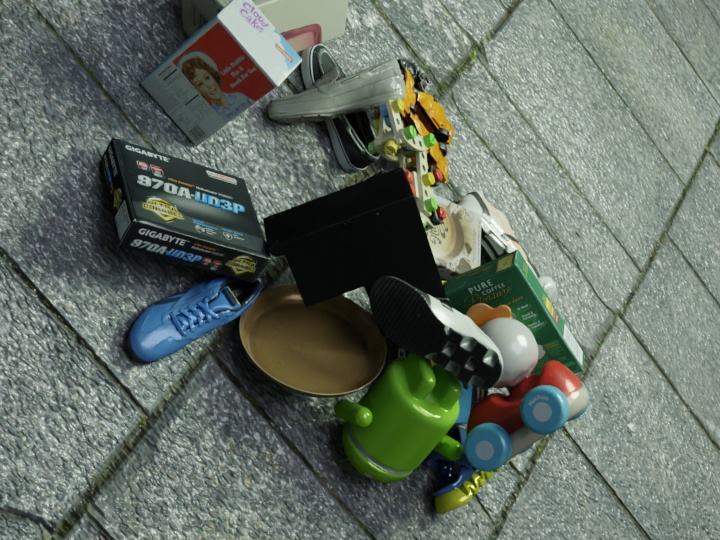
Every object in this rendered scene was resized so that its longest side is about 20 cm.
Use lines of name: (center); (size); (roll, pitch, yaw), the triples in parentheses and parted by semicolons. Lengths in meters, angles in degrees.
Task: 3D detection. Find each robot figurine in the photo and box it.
robot figurine: (0.053, 0.197, 1.630); (0.174, 0.201, 0.116); (21, 32, -28)
robot figurine: (0.080, -0.221, 1.852); (0.200, 0.058, 0.147); (46, 45, -47)

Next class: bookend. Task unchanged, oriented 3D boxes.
bookend: (0.000, 0.000, 1.621); (0.092, 0.196, 0.202); (-107, 176, -62)

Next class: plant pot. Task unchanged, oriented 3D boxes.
plant pot: (-0.064, 0.096, 1.614); (0.197, 0.028, 0.201); (11, 39, -9)

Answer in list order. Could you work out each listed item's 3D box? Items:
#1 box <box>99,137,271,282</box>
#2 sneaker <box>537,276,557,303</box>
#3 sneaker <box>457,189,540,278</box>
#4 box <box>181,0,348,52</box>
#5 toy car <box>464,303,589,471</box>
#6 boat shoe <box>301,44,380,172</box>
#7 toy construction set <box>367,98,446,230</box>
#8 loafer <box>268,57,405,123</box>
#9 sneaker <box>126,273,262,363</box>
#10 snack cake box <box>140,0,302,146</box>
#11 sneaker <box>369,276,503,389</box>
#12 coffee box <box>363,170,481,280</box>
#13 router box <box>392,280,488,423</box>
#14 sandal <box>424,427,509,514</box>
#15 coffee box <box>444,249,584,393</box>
box: (-0.220, -0.075, 1.548); (0.198, 0.046, 0.160); (16, 36, -35)
sneaker: (0.208, 0.046, 1.815); (0.077, 0.200, 0.101); (-2, 65, -37)
sneaker: (0.223, -0.045, 1.940); (0.200, 0.073, 0.080); (48, 47, -16)
box: (-0.129, -0.367, 1.678); (0.198, 0.110, 0.128); (-25, 56, -27)
toy car: (0.191, 0.144, 1.668); (0.201, 0.176, 0.184); (58, 18, 12)
boat shoe: (-0.025, -0.247, 1.809); (0.073, 0.068, 0.202); (-12, 81, -42)
toy construction set: (0.058, -0.123, 1.708); (0.131, 0.091, 0.203); (36, 58, -50)
loafer: (-0.036, -0.253, 1.743); (0.197, 0.070, 0.071); (-11, 89, 0)
sneaker: (-0.204, 0.050, 1.538); (0.199, 0.078, 0.067); (-30, 95, -41)
snack cake box: (-0.183, -0.256, 1.589); (0.115, 0.199, 0.067); (49, 49, -14)
sneaker: (0.098, 0.075, 1.587); (0.199, 0.074, 0.089); (38, 17, 2)
coffee box: (0.081, -0.052, 1.815); (0.198, 0.079, 0.115); (21, 61, -33)
router box: (0.116, 0.116, 1.758); (0.148, 0.051, 0.203); (3, 90, -35)
sandal: (0.160, 0.259, 1.768); (0.199, 0.079, 0.088); (-35, 94, -44)
coffee box: (0.217, 0.076, 1.723); (0.201, 0.122, 0.044); (53, 30, -21)
